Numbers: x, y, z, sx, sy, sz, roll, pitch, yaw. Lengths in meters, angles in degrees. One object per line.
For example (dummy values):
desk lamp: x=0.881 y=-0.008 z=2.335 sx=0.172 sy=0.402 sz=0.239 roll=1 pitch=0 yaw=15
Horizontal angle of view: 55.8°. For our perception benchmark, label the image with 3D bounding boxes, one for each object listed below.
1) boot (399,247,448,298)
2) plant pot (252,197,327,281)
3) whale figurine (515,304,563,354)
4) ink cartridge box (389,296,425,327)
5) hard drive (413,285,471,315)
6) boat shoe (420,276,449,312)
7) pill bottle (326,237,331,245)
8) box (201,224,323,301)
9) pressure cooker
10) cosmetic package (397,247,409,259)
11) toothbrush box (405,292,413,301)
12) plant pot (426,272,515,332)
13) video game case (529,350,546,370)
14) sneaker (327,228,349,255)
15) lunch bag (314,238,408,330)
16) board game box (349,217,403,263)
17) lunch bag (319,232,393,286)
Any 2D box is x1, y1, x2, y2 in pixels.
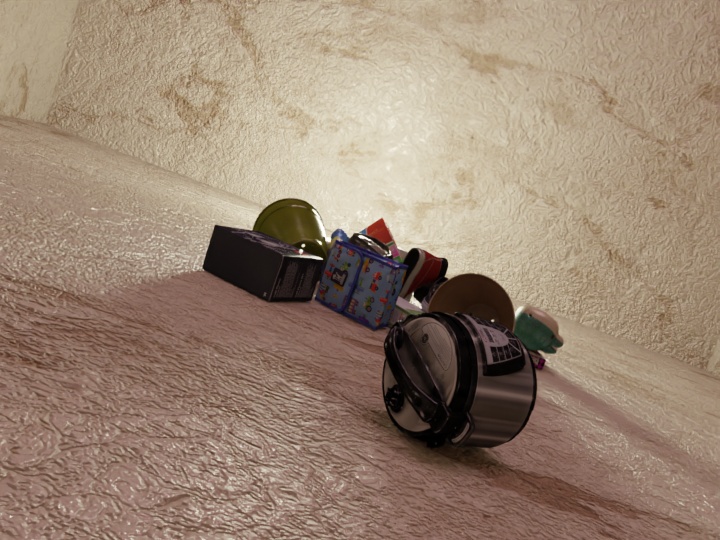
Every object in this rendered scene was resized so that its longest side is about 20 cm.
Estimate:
boot: x=0.148 y=0.040 z=1.810 sx=0.142 sy=0.201 sz=0.073 roll=16 pitch=29 yaw=-41
plant pot: x=-0.164 y=-0.053 z=1.719 sx=0.197 sy=0.204 sz=0.193 roll=16 pitch=19 yaw=-25
whale figurine: x=0.480 y=0.182 z=1.865 sx=0.158 sy=0.104 sz=0.201 roll=28 pitch=-16 yaw=38
ink cartridge box: x=0.114 y=0.116 z=1.650 sx=0.103 sy=0.061 sz=0.199 roll=15 pitch=9 yaw=-43
hard drive: x=0.246 y=0.096 z=1.938 sx=0.198 sy=0.043 sz=0.135 roll=34 pitch=-26 yaw=2
boat shoe: x=0.202 y=0.061 z=1.716 sx=0.069 sy=0.068 sz=0.200 roll=21 pitch=17 yaw=12
pill bottle: x=-0.100 y=-0.040 z=2.031 sx=0.109 sy=0.114 sz=0.200 roll=19 pitch=6 yaw=-1
box: x=-0.215 y=-0.015 z=1.522 sx=0.197 sy=0.106 sz=0.181 roll=23 pitch=8 yaw=24
pressure cooker: x=0.123 y=0.152 z=0.934 sx=0.197 sy=0.183 sz=0.174 roll=15 pitch=-12 yaw=-34
cosmetic package: x=0.127 y=-0.024 z=2.025 sx=0.198 sy=0.073 sz=0.101 roll=20 pitch=6 yaw=-43
toothbrush box: x=0.050 y=0.030 z=2.023 sx=0.143 sy=0.088 sz=0.199 roll=18 pitch=8 yaw=-33
plant pot: x=0.260 y=0.116 z=1.539 sx=0.197 sy=0.204 sz=0.134 roll=22 pitch=1 yaw=23
video game case: x=0.412 y=0.209 z=1.904 sx=0.178 sy=0.037 sz=0.200 roll=22 pitch=7 yaw=1
sneaker: x=-0.050 y=-0.037 z=1.841 sx=0.074 sy=0.107 sz=0.202 roll=7 pitch=-32 yaw=4
lunch bag: x=-0.010 y=0.027 z=1.585 sx=0.197 sy=0.154 sz=0.094 roll=22 pitch=9 yaw=22
board game box: x=0.034 y=-0.039 z=1.915 sx=0.040 sy=0.151 sz=0.202 roll=49 pitch=13 yaw=-42
lunch bag: x=0.000 y=0.000 z=1.717 sx=0.117 sy=0.166 sz=0.200 roll=36 pitch=11 yaw=8
